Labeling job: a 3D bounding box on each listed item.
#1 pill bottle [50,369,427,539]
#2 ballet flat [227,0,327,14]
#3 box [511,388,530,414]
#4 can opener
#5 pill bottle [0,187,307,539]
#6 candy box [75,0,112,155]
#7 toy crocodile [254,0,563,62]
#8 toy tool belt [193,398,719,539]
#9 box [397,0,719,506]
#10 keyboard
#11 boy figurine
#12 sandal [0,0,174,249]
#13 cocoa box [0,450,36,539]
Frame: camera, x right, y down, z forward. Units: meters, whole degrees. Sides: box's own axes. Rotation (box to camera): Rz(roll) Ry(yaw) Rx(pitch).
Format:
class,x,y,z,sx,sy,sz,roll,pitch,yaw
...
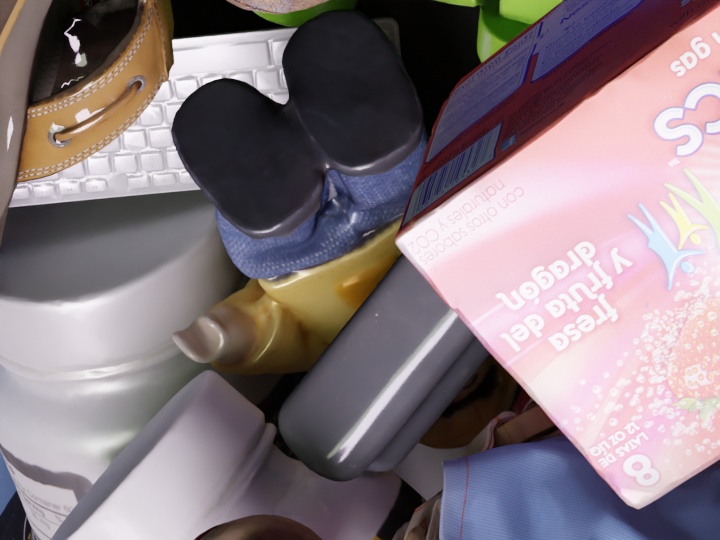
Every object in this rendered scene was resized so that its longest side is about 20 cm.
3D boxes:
class,x,y,z,sx,sy,sz,roll,pitch,yaw
pill bottle,-0.001,0.127,0.803,0.200,0.111,0.111,42,131,-6
ballet flat,0.047,-0.117,0.689,0.200,0.067,0.068,-22,86,0
box,0.111,0.130,0.897,0.095,0.103,0.200,1,126,22
can opener,0.060,-0.008,0.731,0.067,0.053,0.200,44,109,17
pill bottle,-0.068,0.062,0.906,0.113,0.113,0.200,1,127,22
candy box,-0.176,-0.105,0.853,0.200,0.055,0.115,5,130,17
toy crocodile,0.023,-0.107,0.775,0.200,0.062,0.068,17,131,15
toy tool belt,0.055,0.092,0.703,0.200,0.125,0.123,7,168,-15
box,0.118,-0.048,0.620,0.200,0.103,0.095,-36,105,22
keyboard,-0.085,-0.048,0.824,0.200,0.011,0.056,-5,129,1
boy figurine,0.000,0.000,0.814,0.124,0.064,0.200,-31,149,-2
sandal,-0.088,-0.055,0.765,0.055,0.082,0.200,23,121,-3
cocoa box,-0.194,0.044,0.930,0.133,0.131,0.200,8,130,16
